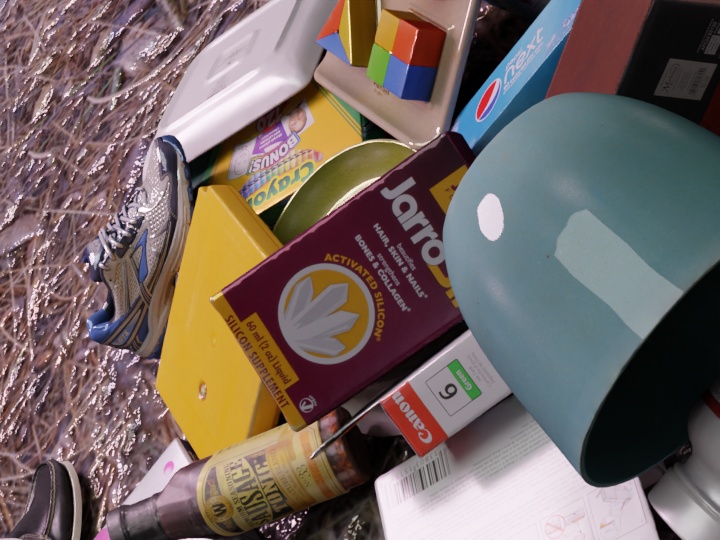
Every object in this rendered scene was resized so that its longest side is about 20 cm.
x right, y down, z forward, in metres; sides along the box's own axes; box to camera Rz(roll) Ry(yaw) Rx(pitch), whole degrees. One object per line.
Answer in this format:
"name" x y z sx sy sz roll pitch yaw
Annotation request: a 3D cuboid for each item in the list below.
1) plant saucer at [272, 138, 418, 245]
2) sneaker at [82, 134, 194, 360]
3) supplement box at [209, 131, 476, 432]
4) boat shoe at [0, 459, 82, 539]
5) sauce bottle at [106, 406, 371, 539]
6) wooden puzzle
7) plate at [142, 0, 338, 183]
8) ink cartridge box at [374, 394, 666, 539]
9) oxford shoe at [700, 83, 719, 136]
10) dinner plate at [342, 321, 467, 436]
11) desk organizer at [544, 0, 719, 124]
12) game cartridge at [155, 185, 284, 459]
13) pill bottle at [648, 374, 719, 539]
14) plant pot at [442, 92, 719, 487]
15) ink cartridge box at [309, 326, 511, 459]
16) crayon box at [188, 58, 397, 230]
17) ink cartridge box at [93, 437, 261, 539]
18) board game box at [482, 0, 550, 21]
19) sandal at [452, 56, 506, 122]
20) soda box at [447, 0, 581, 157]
"plant saucer" 0.000 0.000 1.214 0.199 0.031 0.202 -21 58 37
"sneaker" -0.190 -0.018 1.354 0.077 0.084 0.202 -120 39 -65
"supplement box" 0.014 0.007 1.092 0.199 0.086 0.111 -35 86 11
"boat shoe" -0.284 0.250 1.361 0.072 0.067 0.202 -26 47 46
"sauce bottle" -0.091 0.163 1.185 0.199 0.066 0.066 -25 48 11
"wooden puzzle" 0.026 -0.214 1.215 0.185 0.046 0.202 41 119 51
"plate" -0.105 -0.179 1.422 0.199 0.032 0.201 -28 27 31
"ink cartridge box" 0.107 0.168 1.037 0.199 0.043 0.175 -34 46 25
"oxford shoe" 0.213 -0.122 1.090 0.072 0.071 0.202 -19 54 43
"dinner plate" 0.035 0.027 1.213 0.199 0.024 0.202 -25 50 34
"desk organizer" 0.165 -0.102 1.027 0.077 0.071 0.201 -115 35 -47
"game cartridge" -0.102 0.054 1.261 0.176 0.032 0.202 49 129 49
"pill bottle" 0.255 0.079 0.889 0.200 0.112 0.112 -51 41 9
"plant pot" 0.144 -0.005 0.917 0.201 0.200 0.161 -50 61 9
"ink cartridge box" 0.066 0.075 1.086 0.200 0.109 0.050 -39 88 22
"crayon box" -0.057 -0.088 1.349 0.199 0.058 0.120 -30 47 29
"ink cartridge box" -0.157 0.264 1.246 0.200 0.043 0.196 -51 41 6
"board game box" 0.149 -0.247 1.204 0.200 0.105 0.103 33 91 49
"sandal" 0.099 -0.127 1.226 0.199 0.045 0.076 -15 56 39
"soda box" 0.135 -0.126 1.114 0.200 0.067 0.065 -50 22 43
